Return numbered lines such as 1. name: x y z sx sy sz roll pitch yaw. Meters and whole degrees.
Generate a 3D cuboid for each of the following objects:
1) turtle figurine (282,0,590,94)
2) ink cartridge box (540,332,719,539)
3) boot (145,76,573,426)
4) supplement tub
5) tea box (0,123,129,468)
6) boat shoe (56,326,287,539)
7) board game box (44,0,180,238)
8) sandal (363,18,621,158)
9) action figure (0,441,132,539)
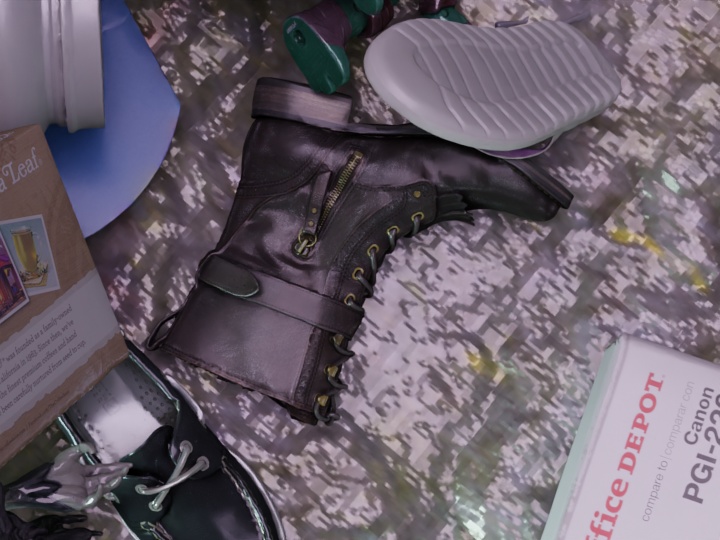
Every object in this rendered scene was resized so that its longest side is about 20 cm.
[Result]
1. turtle figurine: 0.051 -0.171 1.232 0.101 0.150 0.200 34 45 31
2. ink cartridge box: 0.202 0.133 1.192 0.200 0.085 0.146 18 81 6
3. boot: 0.000 0.000 1.234 0.200 0.069 0.174 16 87 8
4. supplement tub: -0.233 -0.130 1.168 0.200 0.145 0.145 -3 81 -6
5. tea box: -0.254 0.038 1.096 0.196 0.200 0.134 -13 106 28
6. boat shoe: -0.115 0.095 1.215 0.076 0.060 0.200 -44 82 -5
7. board game box: -0.196 -0.102 1.262 0.158 0.039 0.200 -28 84 -10
8. sandal: 0.069 -0.087 1.183 0.083 0.202 0.050 54 124 21
9. action figure: -0.148 0.146 1.137 0.102 0.200 0.119 -15 81 -4
